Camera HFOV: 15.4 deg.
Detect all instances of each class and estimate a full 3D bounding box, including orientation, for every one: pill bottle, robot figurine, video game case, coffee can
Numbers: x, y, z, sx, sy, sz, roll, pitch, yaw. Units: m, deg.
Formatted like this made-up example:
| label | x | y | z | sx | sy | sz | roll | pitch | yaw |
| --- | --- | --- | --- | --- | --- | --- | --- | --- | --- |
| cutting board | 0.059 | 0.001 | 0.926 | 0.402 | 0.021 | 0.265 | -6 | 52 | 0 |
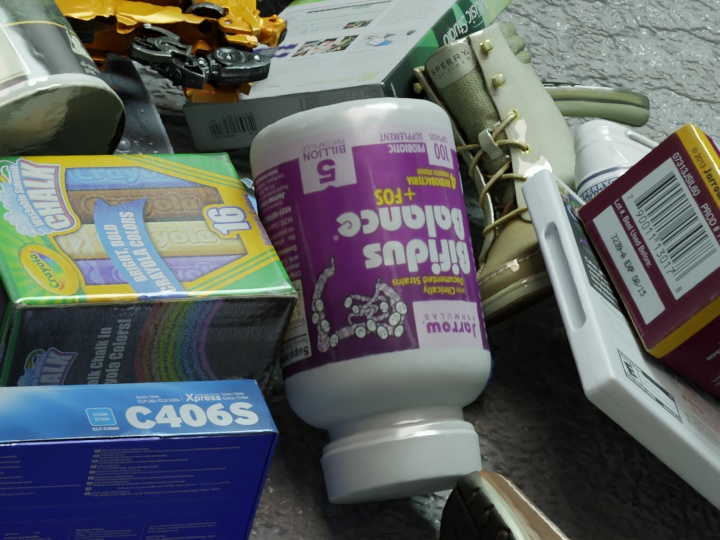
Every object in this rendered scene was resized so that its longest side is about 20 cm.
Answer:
| label | x | y | z | sx | sy | sz | roll | pitch | yaw |
| --- | --- | --- | --- | --- | --- | --- | --- | --- | --- |
| pill bottle | 0.009 | 0.018 | 1.410 | 0.112 | 0.112 | 0.201 | -5 | 79 | -27 |
| robot figurine | -0.144 | -0.153 | 1.608 | 0.199 | 0.058 | 0.145 | 9 | 37 | -9 |
| video game case | 0.172 | 0.056 | 1.476 | 0.200 | 0.023 | 0.182 | 39 | 24 | -33 |
| coffee can | -0.240 | -0.128 | 1.461 | 0.146 | 0.147 | 0.200 | -17 | 64 | -37 |

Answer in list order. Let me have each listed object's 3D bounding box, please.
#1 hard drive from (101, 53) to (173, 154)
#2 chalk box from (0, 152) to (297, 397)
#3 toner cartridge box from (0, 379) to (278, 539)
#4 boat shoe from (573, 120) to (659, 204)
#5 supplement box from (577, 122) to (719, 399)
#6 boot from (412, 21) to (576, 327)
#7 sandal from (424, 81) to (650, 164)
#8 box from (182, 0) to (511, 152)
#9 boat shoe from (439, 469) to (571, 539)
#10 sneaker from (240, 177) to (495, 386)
| label | x | y | z | sx | sy | sz | roll | pitch | yaw |
| --- | --- | --- | --- | --- | --- | --- | --- | --- | --- |
| hard drive | -0.200 | -0.105 | 1.609 | 0.134 | 0.042 | 0.200 | -4 | 41 | -26 |
| chalk box | -0.155 | 0.023 | 1.391 | 0.199 | 0.125 | 0.124 | -1 | 40 | -24 |
| toner cartridge box | -0.148 | 0.104 | 1.312 | 0.199 | 0.095 | 0.043 | 0 | 38 | -23 |
| boat shoe | 0.196 | -0.038 | 1.592 | 0.200 | 0.073 | 0.066 | 30 | 43 | -50 |
| supplement box | 0.223 | 0.016 | 1.497 | 0.200 | 0.086 | 0.111 | 31 | 27 | -45 |
| boot | 0.081 | -0.061 | 1.564 | 0.155 | 0.072 | 0.200 | 61 | 26 | -7 |
| sandal | 0.083 | -0.094 | 1.688 | 0.200 | 0.058 | 0.080 | 5 | 8 | 4 |
| box | -0.005 | -0.138 | 1.680 | 0.144 | 0.036 | 0.200 | -4 | 27 | 29 |
| boat shoe | 0.110 | 0.186 | 1.336 | 0.074 | 0.076 | 0.200 | -6 | 50 | -36 |
| sneaker | 0.000 | 0.000 | 1.528 | 0.199 | 0.071 | 0.083 | 33 | 39 | 21 |
